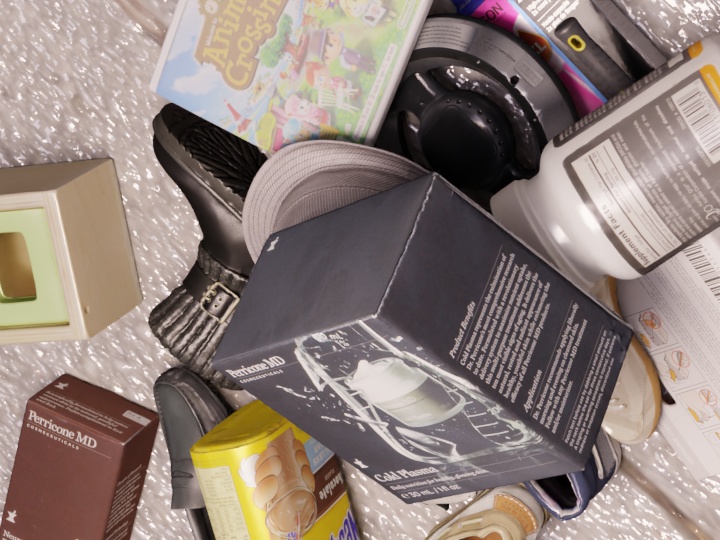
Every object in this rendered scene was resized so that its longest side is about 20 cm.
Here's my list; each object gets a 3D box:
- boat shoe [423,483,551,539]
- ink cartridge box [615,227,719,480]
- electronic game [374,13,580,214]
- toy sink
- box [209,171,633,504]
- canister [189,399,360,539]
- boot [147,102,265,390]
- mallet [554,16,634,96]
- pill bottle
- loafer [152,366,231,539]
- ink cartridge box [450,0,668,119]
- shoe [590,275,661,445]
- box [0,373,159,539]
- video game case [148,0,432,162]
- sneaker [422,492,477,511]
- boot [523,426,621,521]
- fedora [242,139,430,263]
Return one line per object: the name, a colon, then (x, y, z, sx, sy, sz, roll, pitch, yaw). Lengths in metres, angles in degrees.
boat shoe: (0.082, 0.236, 1.743, 0.075, 0.068, 0.200, 37, 134, 7)
ink cartridge box: (0.265, 0.057, 1.623, 0.200, 0.045, 0.176, 54, 146, -10)
electronic game: (0.082, -0.100, 1.647, 0.200, 0.042, 0.200, 19, 126, 27)
toy sink: (-0.304, -0.011, 1.815, 0.200, 0.112, 0.131, -3, 106, 24)
box: (0.042, 0.053, 1.494, 0.197, 0.124, 0.200, 38, 148, -23)
canister: (-0.060, 0.214, 1.772, 0.086, 0.149, 0.200, -11, 102, 26)
boot: (-0.125, -0.016, 1.756, 0.211, 0.079, 0.158, 47, 119, 1)
mallet: (0.219, -0.114, 1.565, 0.066, 0.041, 0.200, -28, 117, 24)
pill bottle: (0.198, -0.066, 1.508, 0.200, 0.116, 0.116, -34, 93, 15)
loafer: (-0.129, 0.179, 1.825, 0.068, 0.070, 0.201, -10, 105, 50)
ink cartridge box: (0.143, -0.175, 1.614, 0.200, 0.037, 0.095, 48, 119, 4)
shoe: (0.174, 0.057, 1.636, 0.070, 0.053, 0.200, 10, 131, 43)
box: (-0.251, 0.203, 1.891, 0.100, 0.075, 0.200, 22, 113, 15)
video game case: (-0.050, -0.184, 1.629, 0.182, 0.022, 0.200, 28, 117, 10)
sneaker: (0.075, 0.136, 1.700, 0.080, 0.074, 0.200, 36, 157, -3)
boot: (0.131, 0.094, 1.680, 0.073, 0.090, 0.200, -34, 93, 29)
fedora: (0.000, 0.000, 1.635, 0.200, 0.090, 0.177, 25, 127, -8)
